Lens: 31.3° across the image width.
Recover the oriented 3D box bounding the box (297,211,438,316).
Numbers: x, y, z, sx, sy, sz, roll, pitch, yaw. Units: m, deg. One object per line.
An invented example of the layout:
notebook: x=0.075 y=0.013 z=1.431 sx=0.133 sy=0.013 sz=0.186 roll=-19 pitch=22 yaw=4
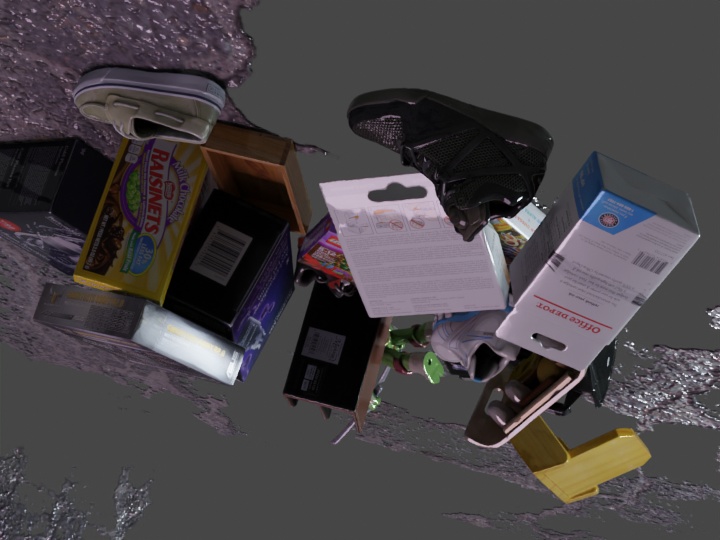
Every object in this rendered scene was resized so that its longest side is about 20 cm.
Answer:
box: x=0.038 y=-0.007 z=1.472 sx=0.198 sy=0.040 sz=0.137 roll=21 pitch=160 yaw=-12

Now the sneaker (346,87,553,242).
sneaker: x=0.073 y=-0.100 z=1.201 sx=0.197 sy=0.116 sz=0.076 roll=17 pitch=160 yaw=4

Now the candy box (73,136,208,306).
candy box: x=-0.238 y=-0.067 z=1.422 sx=0.101 sy=0.202 sz=0.026 roll=17 pitch=159 yaw=-5

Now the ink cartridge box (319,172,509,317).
ink cartridge box: x=0.059 y=-0.037 z=1.341 sx=0.160 sy=0.050 sz=0.201 roll=-4 pitch=132 yaw=18

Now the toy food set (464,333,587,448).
toy food set: x=0.196 y=0.096 z=1.426 sx=0.060 sy=0.144 sz=0.200 roll=39 pitch=130 yaw=-5

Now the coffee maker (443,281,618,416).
coffee maker: x=0.206 y=0.068 z=1.586 sx=0.197 sy=0.135 sz=0.194 roll=7 pitch=125 yaw=24

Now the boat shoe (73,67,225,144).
boat shoe: x=-0.230 y=-0.169 z=1.340 sx=0.198 sy=0.063 sz=0.072 roll=5 pitch=159 yaw=35

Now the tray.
tray: x=-0.115 y=-0.104 z=1.475 sx=0.097 sy=0.037 sz=0.200 roll=14 pitch=161 yaw=9

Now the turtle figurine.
turtle figurine: x=0.050 y=0.140 z=1.878 sx=0.192 sy=0.203 sz=0.143 roll=-4 pitch=-172 yaw=38

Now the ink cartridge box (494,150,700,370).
ink cartridge box: x=0.224 y=-0.005 z=1.257 sx=0.115 sy=0.068 sz=0.201 roll=22 pitch=126 yaw=-16

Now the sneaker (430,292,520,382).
sneaker: x=0.128 y=0.088 z=1.462 sx=0.074 sy=0.088 sz=0.200 roll=20 pitch=159 yaw=-14

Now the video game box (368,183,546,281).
video game box: x=0.122 y=-0.042 z=1.434 sx=0.198 sy=0.047 sz=0.181 roll=-1 pitch=157 yaw=43

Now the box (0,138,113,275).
box: x=-0.376 y=-0.077 z=1.671 sx=0.180 sy=0.105 sz=0.200 roll=0 pitch=156 yaw=38

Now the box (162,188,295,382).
box: x=-0.157 y=0.022 z=1.544 sx=0.103 sy=0.149 sz=0.200 roll=24 pitch=159 yaw=10

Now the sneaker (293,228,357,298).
sneaker: x=0.000 y=0.000 z=1.600 sx=0.198 sy=0.083 sz=0.077 roll=2 pitch=157 yaw=38

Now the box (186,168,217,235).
box: x=-0.229 y=-0.073 z=1.564 sx=0.098 sy=0.097 sz=0.200 roll=15 pitch=162 yaw=7

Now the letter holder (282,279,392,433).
letter holder: x=-0.022 y=0.099 z=1.718 sx=0.099 sy=0.202 sz=0.142 roll=13 pitch=162 yaw=9

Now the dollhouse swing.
dollhouse swing: x=0.363 y=0.284 z=2.189 sx=0.182 sy=0.175 sz=0.200 roll=55 pitch=-173 yaw=35

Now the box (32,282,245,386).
box: x=-0.252 y=0.071 z=1.456 sx=0.198 sy=0.049 sz=0.158 roll=6 pitch=162 yaw=45
